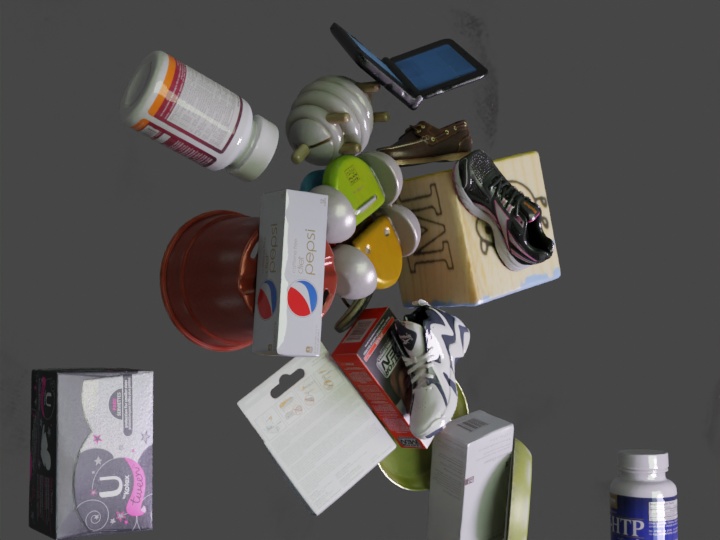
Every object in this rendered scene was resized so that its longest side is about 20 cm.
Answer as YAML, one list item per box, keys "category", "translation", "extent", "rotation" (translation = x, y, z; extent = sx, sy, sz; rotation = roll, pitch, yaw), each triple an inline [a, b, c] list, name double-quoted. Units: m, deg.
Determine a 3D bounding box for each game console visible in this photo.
- category: "game console"
  translation: [0.067, -0.328, 1.554]
  extent: [0.175, 0.200, 0.117]
  rotation: [35, 103, -27]

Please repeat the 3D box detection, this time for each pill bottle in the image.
- category: "pill bottle"
  translation: [-0.217, -0.205, 1.424]
  extent: [0.199, 0.109, 0.111]
  rotation: [28, 73, -31]
- category: "pill bottle"
  translation: [0.508, 0.428, 1.878]
  extent: [0.119, 0.119, 0.203]
  rotation: [2, 86, -34]

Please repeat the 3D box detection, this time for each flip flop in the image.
- category: "flip flop"
  translation: [0.000, 0.000, 1.588]
  extent: [0.057, 0.081, 0.202]
  rotation: [20, 83, 4]

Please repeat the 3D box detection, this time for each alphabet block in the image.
- category: "alphabet block"
  translation: [0.168, -0.062, 1.628]
  extent: [0.194, 0.196, 0.202]
  rotation: [-16, 96, -35]

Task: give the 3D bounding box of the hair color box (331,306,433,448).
- category: "hair color box"
  translation: [0.052, 0.162, 1.567]
  extent: [0.201, 0.061, 0.102]
  rotation: [54, 53, -24]

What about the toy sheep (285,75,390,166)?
- category: "toy sheep"
  translation: [-0.042, -0.217, 1.527]
  extent: [0.200, 0.137, 0.139]
  rotation: [-46, 113, -43]

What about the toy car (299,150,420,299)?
- category: "toy car"
  translation: [-0.020, -0.066, 1.491]
  extent: [0.175, 0.149, 0.202]
  rotation: [-41, 119, -40]

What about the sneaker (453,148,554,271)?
- category: "sneaker"
  translation: [0.216, -0.092, 1.493]
  extent: [0.080, 0.086, 0.201]
  rotation: [-49, 112, -27]

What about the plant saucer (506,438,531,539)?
- category: "plant saucer"
  translation: [0.254, 0.373, 1.677]
  extent: [0.031, 0.200, 0.203]
  rotation: [4, 83, 7]

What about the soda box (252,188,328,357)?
- category: "soda box"
  translation: [-0.087, 0.005, 1.290]
  extent: [0.063, 0.068, 0.203]
  rotation: [6, 84, -33]

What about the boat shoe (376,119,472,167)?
- category: "boat shoe"
  translation: [0.099, -0.203, 1.664]
  extent: [0.199, 0.070, 0.071]
  rotation: [-13, 102, -42]

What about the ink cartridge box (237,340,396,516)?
- category: "ink cartridge box"
  translation: [-0.066, 0.231, 1.540]
  extent: [0.162, 0.057, 0.201]
  rotation: [-37, 87, -20]

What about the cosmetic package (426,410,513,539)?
- category: "cosmetic package"
  translation: [0.171, 0.335, 1.642]
  extent: [0.112, 0.081, 0.202]
  rotation: [-14, 112, -38]

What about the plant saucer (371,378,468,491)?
- category: "plant saucer"
  translation: [0.088, 0.245, 1.655]
  extent: [0.198, 0.031, 0.203]
  rotation: [3, 85, -34]

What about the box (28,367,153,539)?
- category: "box"
  translation: [-0.337, 0.225, 1.316]
  extent: [0.131, 0.114, 0.203]
  rotation: [2, 87, -34]

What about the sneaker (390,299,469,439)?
- category: "sneaker"
  translation: [0.084, 0.131, 1.506]
  extent: [0.129, 0.079, 0.201]
  rotation: [40, 59, -30]

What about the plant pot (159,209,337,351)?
- category: "plant pot"
  translation: [-0.142, 0.011, 1.412]
  extent: [0.199, 0.194, 0.203]
  rotation: [2, 87, -34]
